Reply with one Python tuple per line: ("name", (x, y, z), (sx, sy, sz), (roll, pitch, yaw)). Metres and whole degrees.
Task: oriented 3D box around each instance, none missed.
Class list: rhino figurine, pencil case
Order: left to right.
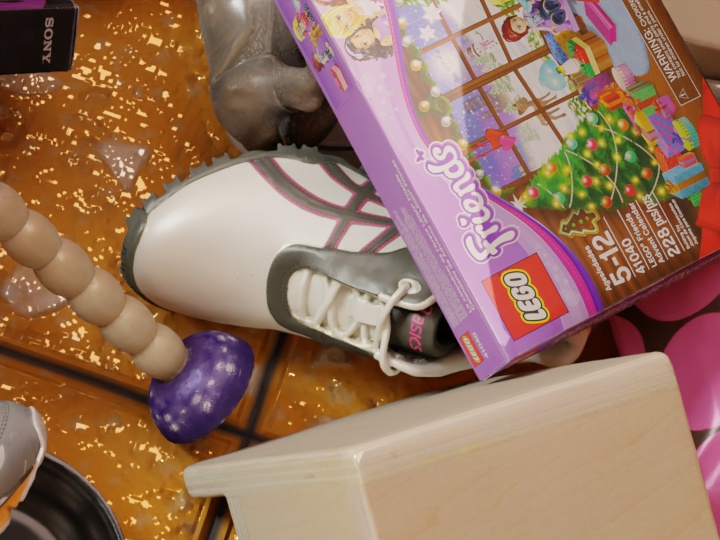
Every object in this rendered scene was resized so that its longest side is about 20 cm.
("rhino figurine", (-0.043, -0.137, 1.109), (0.059, 0.087, 0.201), (8, 53, -34))
("pencil case", (0.153, 0.060, 1.059), (0.093, 0.091, 0.201), (-20, 60, 12))

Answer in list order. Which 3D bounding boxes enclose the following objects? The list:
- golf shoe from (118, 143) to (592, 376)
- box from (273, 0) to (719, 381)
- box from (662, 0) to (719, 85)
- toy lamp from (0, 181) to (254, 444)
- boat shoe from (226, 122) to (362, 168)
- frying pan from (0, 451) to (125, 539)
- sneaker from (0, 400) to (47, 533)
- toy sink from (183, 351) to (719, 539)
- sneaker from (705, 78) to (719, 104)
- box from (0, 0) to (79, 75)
("golf shoe", (0.000, 0.000, 1.053), (0.198, 0.078, 0.088), (2, 28, -4))
("box", (0.061, -0.075, 1.023), (0.136, 0.039, 0.201), (-26, 83, -21))
("box", (0.150, -0.123, 1.142), (0.199, 0.068, 0.083), (9, 74, -28))
("toy lamp", (-0.124, -0.009, 0.997), (0.200, 0.058, 0.059), (41, 47, -29))
("boat shoe", (0.033, -0.100, 1.155), (0.199, 0.070, 0.071), (-13, 60, -21))
("frying pan", (-0.109, 0.125, 0.988), (0.188, 0.031, 0.116), (11, 57, -6))
("sneaker", (-0.208, 0.089, 0.922), (0.199, 0.078, 0.078), (-24, 18, -5))
("toy sink", (0.031, 0.107, 0.972), (0.129, 0.200, 0.113), (-15, 90, -23))
("sneaker", (0.098, -0.055, 1.121), (0.198, 0.100, 0.075), (-5, 58, -15))
("box", (-0.234, -0.119, 1.077), (0.199, 0.036, 0.143), (-6, 29, -25))
